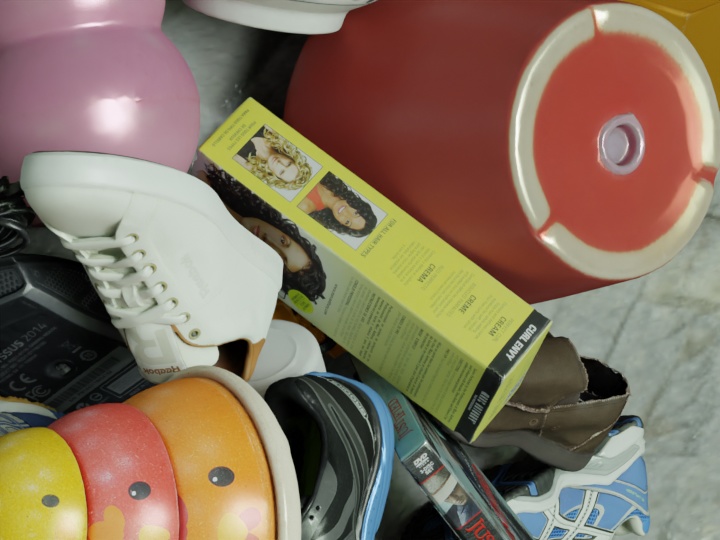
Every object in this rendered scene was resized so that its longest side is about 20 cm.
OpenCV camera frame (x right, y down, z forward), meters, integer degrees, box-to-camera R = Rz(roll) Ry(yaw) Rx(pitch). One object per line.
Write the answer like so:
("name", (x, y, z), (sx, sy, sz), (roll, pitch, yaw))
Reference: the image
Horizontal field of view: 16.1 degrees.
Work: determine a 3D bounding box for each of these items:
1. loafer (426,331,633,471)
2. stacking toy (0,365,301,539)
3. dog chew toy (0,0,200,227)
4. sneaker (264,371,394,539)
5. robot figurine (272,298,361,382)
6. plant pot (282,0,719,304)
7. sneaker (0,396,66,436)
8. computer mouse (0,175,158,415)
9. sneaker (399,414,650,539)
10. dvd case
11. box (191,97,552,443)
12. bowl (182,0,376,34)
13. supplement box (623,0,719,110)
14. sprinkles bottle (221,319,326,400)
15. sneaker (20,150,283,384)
("loafer", (0.086, 0.056, 1.434), (0.071, 0.073, 0.200), (-47, 148, 16))
("stacking toy", (-0.140, 0.120, 1.171), (0.199, 0.146, 0.147), (-1, 91, -35))
("dog chew toy", (-0.151, -0.126, 1.296), (0.124, 0.124, 0.202), (-9, 88, -38))
("sneaker", (-0.030, 0.146, 1.263), (0.082, 0.071, 0.201), (20, 64, -41))
("robot figurine", (-0.007, 0.006, 1.448), (0.200, 0.058, 0.146), (-34, 111, -34))
("plant pot", (0.085, -0.068, 1.361), (0.199, 0.177, 0.202), (-2, 93, -34))
("sneaker", (-0.198, 0.102, 1.266), (0.199, 0.088, 0.076), (21, 102, -35))
("computer mouse", (-0.164, 0.021, 1.300), (0.200, 0.138, 0.053), (35, 33, -41))
("sneaker", (0.107, 0.152, 1.530), (0.199, 0.076, 0.078), (-22, 100, -35))
("dvd case", (0.070, 0.139, 1.384), (0.022, 0.146, 0.200), (-38, 112, 4))
("box", (0.000, 0.000, 1.325), (0.200, 0.075, 0.050), (36, 58, 10))
("bowl", (-0.044, -0.181, 1.343), (0.200, 0.200, 0.095), (-2, 110, -38))
("supplement box", (0.230, -0.214, 1.500), (0.133, 0.196, 0.201), (54, 32, -26))
("sprinkles bottle", (-0.037, 0.124, 1.382), (0.068, 0.068, 0.201), (-38, 133, -32))
("sneaker", (-0.097, 0.005, 1.234), (0.200, 0.072, 0.085), (35, 59, -54))
